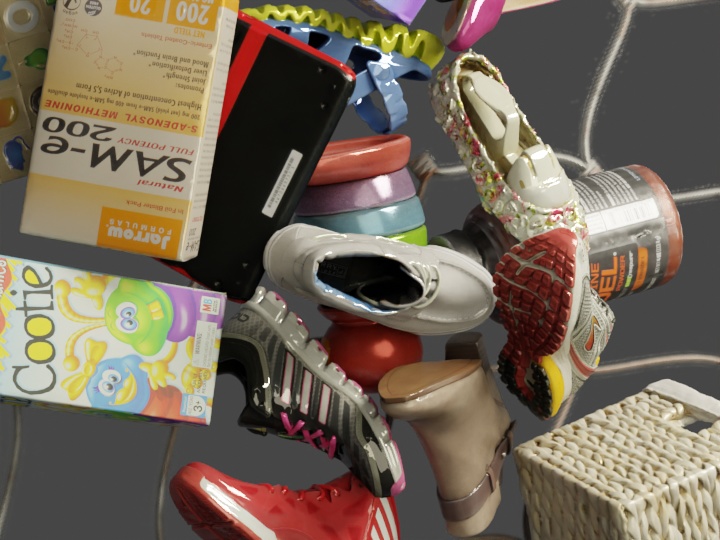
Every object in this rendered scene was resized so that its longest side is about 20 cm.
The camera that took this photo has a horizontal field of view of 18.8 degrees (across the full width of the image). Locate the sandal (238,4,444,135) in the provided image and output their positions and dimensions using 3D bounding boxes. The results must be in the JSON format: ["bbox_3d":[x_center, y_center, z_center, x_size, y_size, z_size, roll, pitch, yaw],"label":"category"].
[{"bbox_3d":[-0.028,-0.161,1.742,0.200,0.079,0.087,9,86,-19],"label":"sandal"}]

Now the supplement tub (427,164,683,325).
[{"bbox_3d":[0.156,-0.016,1.782,0.200,0.107,0.107,-15,90,-21],"label":"supplement tub"}]

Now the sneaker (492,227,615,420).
[{"bbox_3d":[0.153,0.029,1.692,0.082,0.200,0.078,-37,62,-23],"label":"sneaker"}]

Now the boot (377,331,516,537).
[{"bbox_3d":[0.072,0.137,1.704,0.200,0.070,0.147,-29,116,-61],"label":"boot"}]

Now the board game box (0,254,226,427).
[{"bbox_3d":[-0.215,0.054,1.633,0.200,0.105,0.103,10,82,-19],"label":"board game box"}]

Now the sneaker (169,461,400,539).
[{"bbox_3d":[-0.052,0.183,1.710,0.200,0.078,0.116,42,63,-25],"label":"sneaker"}]

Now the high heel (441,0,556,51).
[{"bbox_3d":[0.133,-0.220,1.785,0.096,0.067,0.200,36,39,-7],"label":"high heel"}]

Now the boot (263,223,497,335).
[{"bbox_3d":[0.030,0.015,1.631,0.200,0.096,0.074,10,97,-26],"label":"boot"}]

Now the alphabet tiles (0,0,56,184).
[{"bbox_3d":[-0.261,-0.155,1.643,0.200,0.006,0.167,-17,92,3],"label":"alphabet tiles"}]

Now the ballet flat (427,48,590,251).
[{"bbox_3d":[0.118,-0.092,1.720,0.076,0.064,0.200,-24,65,-27],"label":"ballet flat"}]

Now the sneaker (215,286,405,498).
[{"bbox_3d":[-0.048,0.110,1.689,0.087,0.074,0.200,-37,76,-18],"label":"sneaker"}]

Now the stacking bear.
[{"bbox_3d":[0.000,0.000,1.724,0.113,0.121,0.200,-11,98,-14],"label":"stacking bear"}]

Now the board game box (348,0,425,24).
[{"bbox_3d":[0.061,-0.293,1.728,0.045,0.134,0.200,33,91,-15],"label":"board game box"}]

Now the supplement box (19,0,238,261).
[{"bbox_3d":[-0.169,-0.115,1.600,0.126,0.074,0.200,9,93,3],"label":"supplement box"}]

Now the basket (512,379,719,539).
[{"bbox_3d":[0.244,0.216,1.727,0.161,0.198,0.200,-18,107,-19],"label":"basket"}]

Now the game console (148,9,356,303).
[{"bbox_3d":[-0.119,-0.099,1.653,0.177,0.031,0.200,27,98,7],"label":"game console"}]

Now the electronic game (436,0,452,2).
[{"bbox_3d":[0.115,-0.300,1.741,0.042,0.200,0.200,33,74,-15],"label":"electronic game"}]
